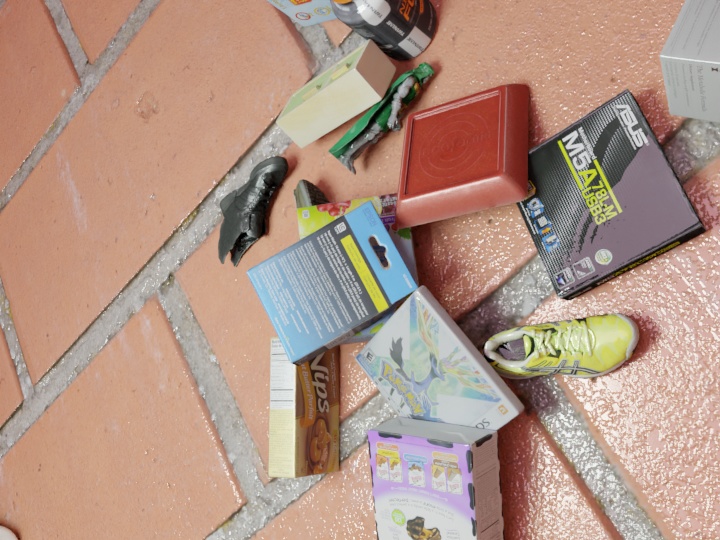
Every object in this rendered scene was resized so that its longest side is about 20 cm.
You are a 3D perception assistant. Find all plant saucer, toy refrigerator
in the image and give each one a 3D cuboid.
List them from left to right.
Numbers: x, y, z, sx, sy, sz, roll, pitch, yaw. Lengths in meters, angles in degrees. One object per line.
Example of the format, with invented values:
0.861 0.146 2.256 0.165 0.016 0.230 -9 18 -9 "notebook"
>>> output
-0.043 -0.274 1.163 0.198 0.070 0.077 -20 37 45 "toy refrigerator"
0.135 -0.169 1.041 0.197 0.037 0.203 -11 54 30 "plant saucer"

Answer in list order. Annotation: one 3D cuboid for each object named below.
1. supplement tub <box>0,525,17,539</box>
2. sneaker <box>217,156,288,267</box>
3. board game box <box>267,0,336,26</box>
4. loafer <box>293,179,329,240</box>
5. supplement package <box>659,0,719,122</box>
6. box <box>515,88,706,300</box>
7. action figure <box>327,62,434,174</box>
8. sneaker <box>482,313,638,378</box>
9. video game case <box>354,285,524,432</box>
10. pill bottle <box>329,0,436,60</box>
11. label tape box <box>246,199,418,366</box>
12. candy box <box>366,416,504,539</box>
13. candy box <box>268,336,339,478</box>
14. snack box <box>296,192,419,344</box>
-0.827 0.587 1.560 0.197 0.144 0.148 6 85 34 "supplement tub"
-0.183 -0.100 1.284 0.199 0.060 0.106 -34 63 31 "sneaker"
-0.071 -0.472 1.179 0.193 0.199 0.057 0 81 33 "board game box"
-0.078 -0.050 1.191 0.069 0.075 0.203 -23 70 24 "loafer"
0.451 -0.231 0.817 0.198 0.114 0.111 20 76 37 "supplement package"
0.304 -0.093 0.953 0.192 0.047 0.203 -31 67 29 "box"
0.039 -0.237 1.138 0.055 0.118 0.201 41 98 5 "action figure"
0.246 0.100 0.934 0.197 0.076 0.077 -18 71 30 "sneaker"
0.097 0.148 0.996 0.201 0.022 0.183 51 135 11 "video game case"
0.024 -0.396 1.101 0.105 0.199 0.109 -6 79 33 "pill bottle"
-0.037 0.019 1.028 0.198 0.063 0.146 -29 76 0 "label tape box"
0.099 0.307 0.976 0.166 0.071 0.204 -1 96 41 "candy box"
-0.083 0.204 1.128 0.054 0.115 0.204 -7 79 32 "candy box"
0.000 0.000 1.095 0.165 0.068 0.204 -9 78 4 "snack box"
